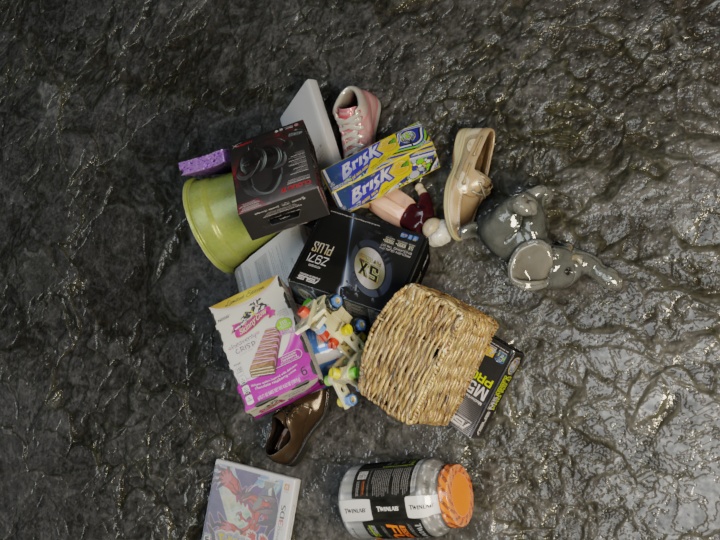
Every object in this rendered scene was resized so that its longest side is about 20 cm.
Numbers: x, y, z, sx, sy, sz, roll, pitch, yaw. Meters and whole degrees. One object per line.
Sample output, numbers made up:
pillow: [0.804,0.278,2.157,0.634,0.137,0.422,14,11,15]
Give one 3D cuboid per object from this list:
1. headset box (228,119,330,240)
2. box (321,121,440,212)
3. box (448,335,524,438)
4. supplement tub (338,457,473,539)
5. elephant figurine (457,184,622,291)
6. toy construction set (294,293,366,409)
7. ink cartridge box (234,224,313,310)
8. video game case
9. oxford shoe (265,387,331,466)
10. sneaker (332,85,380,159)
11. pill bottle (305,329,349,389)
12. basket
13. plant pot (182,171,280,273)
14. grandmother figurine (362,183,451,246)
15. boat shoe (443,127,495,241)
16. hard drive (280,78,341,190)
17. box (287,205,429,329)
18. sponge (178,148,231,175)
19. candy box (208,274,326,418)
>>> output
headset box: [-0.144,-0.153,1.567,0.148,0.077,0.201,-18,49,5]
box: [0.036,-0.180,1.581,0.199,0.070,0.065,-27,51,0]
box: [0.152,0.160,1.489,0.199,0.044,0.161,32,97,34]
supplement tub: [0.074,0.370,1.445,0.199,0.122,0.124,-13,72,31]
elephant figurine: [0.282,-0.021,1.404,0.155,0.141,0.201,-38,75,53]
toy construction set: [-0.045,0.115,1.439,0.091,0.201,0.132,-6,42,36]
ink cartridge box: [-0.133,0.043,1.665,0.175,0.084,0.201,-34,55,25]
video game case: [-0.209,0.463,1.670,0.199,0.023,0.184,5,82,34]
oxford shoe: [-0.113,0.257,1.616,0.072,0.084,0.202,18,84,39]
sneaker: [-0.013,-0.246,1.655,0.075,0.104,0.202,-1,79,27]
pill bottle: [-0.116,0.167,1.567,0.198,0.112,0.113,-19,67,4]
basket: [0.098,0.131,1.411,0.142,0.149,0.201,28,97,31]
plant pot: [-0.212,-0.123,1.721,0.183,0.200,0.202,-24,66,14]
grandmother figurine: [0.084,-0.096,1.586,0.199,0.060,0.122,32,106,37]
boat shoe: [0.189,-0.150,1.519,0.064,0.071,0.202,1,79,34]
hard drive: [-0.097,-0.248,1.728,0.132,0.026,0.202,-44,56,48]
box: [0.000,0.000,1.531,0.198,0.086,0.165,19,63,16]
sponge: [-0.249,-0.214,1.746,0.111,0.199,0.030,-13,91,31]
candy box: [-0.157,0.127,1.498,0.135,0.061,0.201,-26,65,1]
